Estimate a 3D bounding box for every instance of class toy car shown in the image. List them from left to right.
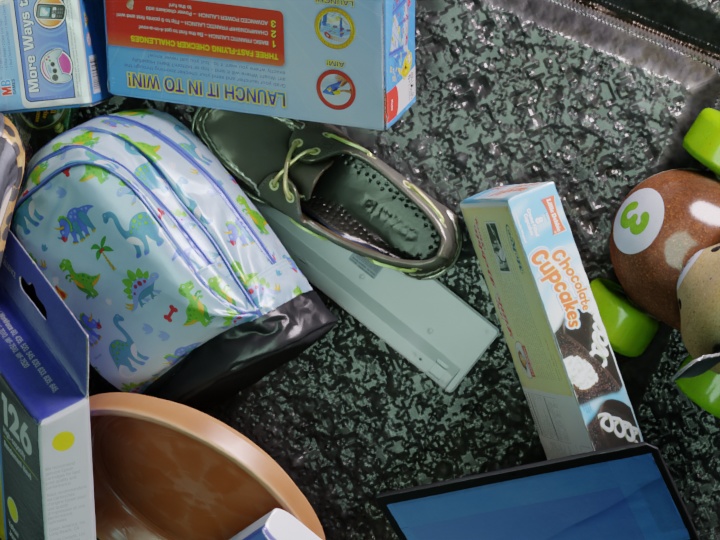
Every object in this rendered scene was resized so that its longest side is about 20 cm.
[{"bbox_3d":[0.224,0.009,1.520,0.158,0.200,0.164,33,103,4],"label":"toy car"}]

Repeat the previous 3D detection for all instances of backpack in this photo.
[{"bbox_3d":[-0.137,-0.011,1.620,0.163,0.154,0.200,-30,79,40],"label":"backpack"}]

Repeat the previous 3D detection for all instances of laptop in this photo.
[{"bbox_3d":[0.123,0.217,1.489,0.177,0.103,0.200,-12,84,17],"label":"laptop"}]

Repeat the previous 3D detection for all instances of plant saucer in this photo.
[{"bbox_3d":[-0.113,0.151,1.632,0.200,0.032,0.200,20,143,15],"label":"plant saucer"}]

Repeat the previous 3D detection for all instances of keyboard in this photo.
[{"bbox_3d":[0.000,0.000,1.658,0.200,0.011,0.056,39,98,2],"label":"keyboard"}]

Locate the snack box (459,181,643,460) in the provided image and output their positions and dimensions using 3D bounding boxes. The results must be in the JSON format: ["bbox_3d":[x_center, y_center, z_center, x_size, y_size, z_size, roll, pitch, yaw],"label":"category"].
[{"bbox_3d":[0.126,0.042,1.585,0.037,0.116,0.200,-21,96,-12],"label":"snack box"}]

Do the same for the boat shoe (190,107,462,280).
[{"bbox_3d":[-0.023,-0.059,1.621,0.202,0.060,0.072,30,91,4],"label":"boat shoe"}]

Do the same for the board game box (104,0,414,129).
[{"bbox_3d":[-0.066,-0.201,1.563,0.200,0.056,0.196,9,117,20],"label":"board game box"}]

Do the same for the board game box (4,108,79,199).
[{"bbox_3d":[-0.242,-0.125,1.674,0.105,0.023,0.200,14,102,10],"label":"board game box"}]

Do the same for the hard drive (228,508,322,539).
[{"bbox_3d":[-0.055,0.234,1.623,0.132,0.025,0.200,40,144,-9],"label":"hard drive"}]

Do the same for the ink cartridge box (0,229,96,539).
[{"bbox_3d":[-0.227,0.085,1.600,0.047,0.198,0.200,-15,123,-22],"label":"ink cartridge box"}]

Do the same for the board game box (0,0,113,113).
[{"bbox_3d":[-0.275,-0.201,1.628,0.195,0.056,0.200,-4,98,11],"label":"board game box"}]

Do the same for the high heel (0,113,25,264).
[{"bbox_3d":[-0.269,-0.003,1.595,0.071,0.143,0.200,20,124,-16],"label":"high heel"}]
